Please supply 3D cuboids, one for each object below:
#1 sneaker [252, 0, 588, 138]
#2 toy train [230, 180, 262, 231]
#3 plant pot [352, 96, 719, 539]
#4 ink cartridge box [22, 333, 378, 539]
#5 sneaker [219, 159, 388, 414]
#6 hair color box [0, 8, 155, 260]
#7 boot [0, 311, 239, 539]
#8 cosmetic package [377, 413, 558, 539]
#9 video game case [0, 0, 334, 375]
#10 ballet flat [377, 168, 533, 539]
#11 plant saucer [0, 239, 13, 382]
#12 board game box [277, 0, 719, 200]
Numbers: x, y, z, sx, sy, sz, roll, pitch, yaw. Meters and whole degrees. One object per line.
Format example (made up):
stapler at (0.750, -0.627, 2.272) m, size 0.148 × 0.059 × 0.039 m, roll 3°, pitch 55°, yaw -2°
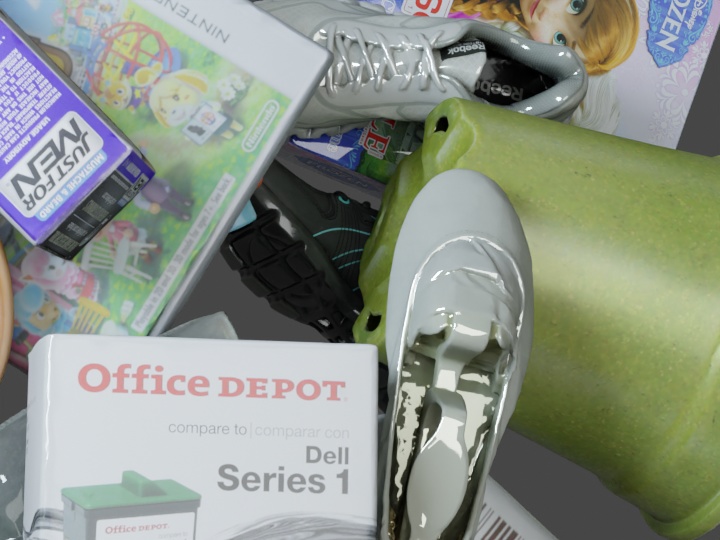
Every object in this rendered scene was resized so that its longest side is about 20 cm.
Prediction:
sneaker at (0.019, -0.102, 1.348) m, size 0.199 × 0.081 × 0.076 m, roll 4°, pitch 86°, yaw -12°
toy train at (-0.110, -0.108, 1.325) m, size 0.056 × 0.150 × 0.201 m, roll -28°, pitch 93°, yaw -36°
plant pot at (0.102, 0.008, 1.308) m, size 0.184 × 0.200 × 0.201 m, roll 19°, pitch 80°, yaw -13°
ink cartridge box at (-0.069, 0.128, 1.135) m, size 0.145 × 0.084 × 0.201 m, roll 2°, pitch 82°, yaw -11°
sneaker at (0.000, 0.000, 1.389) m, size 0.200 × 0.075 × 0.079 m, roll 46°, pitch 61°, yaw -14°
hair color box at (-0.183, -0.097, 1.182) m, size 0.065 × 0.109 × 0.200 m, roll -43°, pitch 87°, yaw -1°
boot at (-0.121, 0.133, 1.206) m, size 0.199 × 0.073 × 0.183 m, roll -19°, pitch 102°, yaw -19°
cosmetic package at (0.004, 0.183, 1.295) m, size 0.165 × 0.200 × 0.165 m, roll 43°, pitch 75°, yaw -7°
video game case at (-0.140, -0.062, 1.244) m, size 0.182 × 0.022 × 0.200 m, roll 32°, pitch 88°, yaw 3°
ballet flat at (0.041, 0.051, 1.180) m, size 0.069 × 0.069 × 0.201 m, roll 13°, pitch 81°, yaw -14°
plant saucer at (-0.253, 0.009, 1.202) m, size 0.199 × 0.037 × 0.201 m, roll -1°, pitch 114°, yaw -2°
board game box at (0.080, -0.116, 1.428) m, size 0.199 × 0.041 × 0.201 m, roll 22°, pitch 80°, yaw -13°
